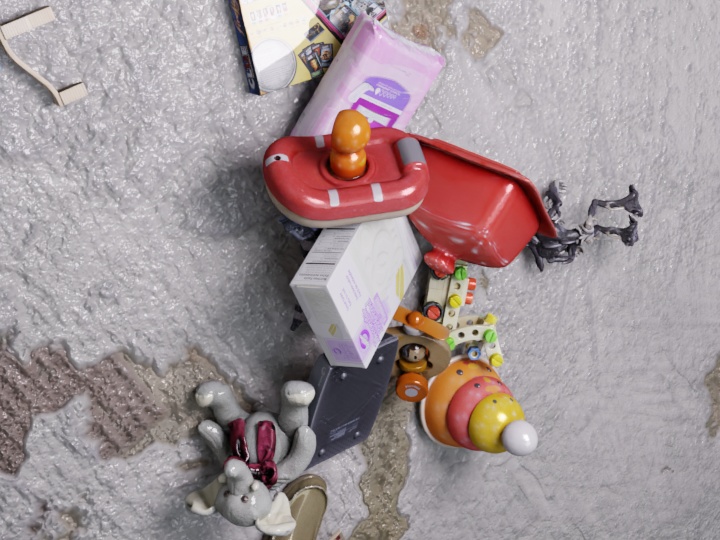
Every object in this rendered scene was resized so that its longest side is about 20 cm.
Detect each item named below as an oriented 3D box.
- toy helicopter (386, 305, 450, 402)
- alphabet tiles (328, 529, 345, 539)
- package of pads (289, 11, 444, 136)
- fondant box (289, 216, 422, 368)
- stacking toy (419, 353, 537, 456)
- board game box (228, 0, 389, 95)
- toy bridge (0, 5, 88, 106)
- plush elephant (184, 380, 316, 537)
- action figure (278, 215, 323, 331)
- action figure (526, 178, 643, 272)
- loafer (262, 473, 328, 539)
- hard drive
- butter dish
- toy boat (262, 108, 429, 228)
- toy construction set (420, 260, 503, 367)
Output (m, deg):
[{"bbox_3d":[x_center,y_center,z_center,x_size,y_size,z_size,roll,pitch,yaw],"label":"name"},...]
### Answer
[{"bbox_3d":[0.035,0.091,1.525,0.199,0.079,0.132,24,134,-15],"label":"toy helicopter"},{"bbox_3d":[-0.092,0.444,1.540,0.200,0.008,0.167,-45,159,-14],"label":"alphabet tiles"},{"bbox_3d":[0.005,-0.215,1.411,0.120,0.076,0.201,20,113,-32],"label":"package of pads"},{"bbox_3d":[0.000,0.000,1.387,0.201,0.058,0.145,-60,140,-37],"label":"fondant box"},{"bbox_3d":[0.190,0.213,1.588,0.145,0.200,0.147,-8,107,-28],"label":"stacking toy"},{"bbox_3d":[-0.060,-0.315,1.404,0.199,0.035,0.136,-21,113,-24],"label":"board game box"},{"bbox_3d":[-0.375,-0.276,1.238,0.067,0.027,0.201,-28,115,-19],"label":"toy bridge"},{"bbox_3d":[-0.143,0.255,1.426,0.163,0.155,0.201,4,126,14],"label":"plush elephant"},{"bbox_3d":[-0.065,-0.024,1.426,0.199,0.104,0.195,9,75,-56],"label":"action figure"},{"bbox_3d":[0.312,-0.067,1.649,0.198,0.102,0.120,-9,118,0],"label":"action figure"},{"bbox_3d":[-0.096,0.381,1.546,0.076,0.067,0.201,26,90,-33],"label":"loafer"},{"bbox_3d":[-0.024,0.172,1.495,0.134,0.042,0.201,-21,141,-37],"label":"hard drive"},{"bbox_3d":[0.133,-0.064,1.447,0.148,0.199,0.199,-60,153,-9],"label":"butter dish"},{"bbox_3d":[-0.017,-0.134,1.314,0.198,0.131,0.131,-9,140,-9],"label":"toy boat"},{"bbox_3d":[0.154,0.033,1.585,0.130,0.092,0.202,7,92,-6],"label":"toy construction set"}]
